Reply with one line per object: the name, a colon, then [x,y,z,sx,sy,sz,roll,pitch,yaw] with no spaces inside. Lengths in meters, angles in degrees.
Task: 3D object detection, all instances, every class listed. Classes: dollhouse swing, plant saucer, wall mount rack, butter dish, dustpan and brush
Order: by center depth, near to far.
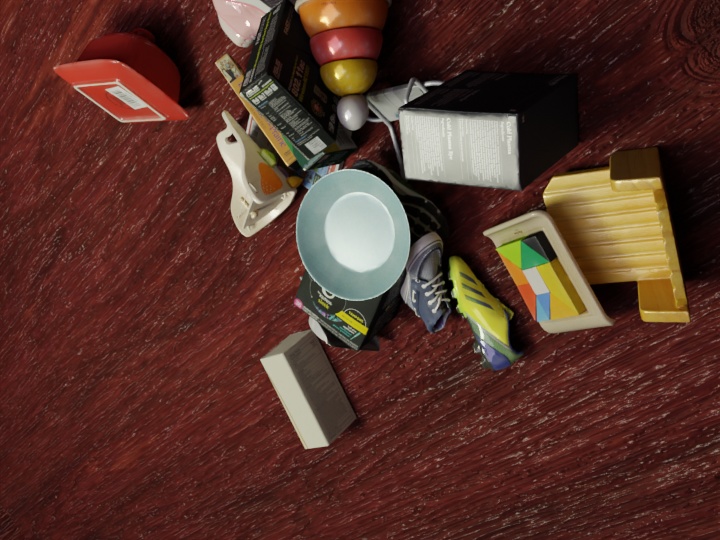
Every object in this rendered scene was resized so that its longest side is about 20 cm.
dollhouse swing: [0.342,-0.040,1.317,0.172,0.182,0.203,-11,110,19]
wall mount rack: [0.076,-0.219,1.485,0.197,0.076,0.173,-4,149,40]
plant saucer: [-0.006,-0.057,1.499,0.197,0.039,0.206,6,103,26]
butter dish: [-0.413,-0.367,1.738,0.196,0.151,0.199,5,160,36]
dustpan and brush: [-0.058,0.073,1.738,0.199,0.138,0.058,33,105,43]

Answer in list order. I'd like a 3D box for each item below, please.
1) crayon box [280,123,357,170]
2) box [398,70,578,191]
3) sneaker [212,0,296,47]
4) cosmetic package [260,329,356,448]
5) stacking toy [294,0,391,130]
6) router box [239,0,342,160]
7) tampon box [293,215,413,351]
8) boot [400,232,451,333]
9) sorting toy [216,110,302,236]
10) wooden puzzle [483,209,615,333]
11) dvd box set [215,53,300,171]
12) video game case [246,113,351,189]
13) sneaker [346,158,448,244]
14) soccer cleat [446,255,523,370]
crayon box: [-0.099,-0.260,1.540,0.051,0.127,0.202,-35,84,27]
box: [0.180,-0.197,1.321,0.179,0.199,0.106,9,119,34]
sneaker: [-0.151,-0.408,1.554,0.197,0.076,0.106,21,142,18]
cosmetic package: [-0.099,0.229,1.853,0.072,0.103,0.203,-17,103,43]
stacking toy: [-0.021,-0.308,1.415,0.144,0.145,0.205,-3,90,39]
router box: [-0.094,-0.288,1.436,0.062,0.202,0.149,-28,127,32]
tampon box: [0.000,0.000,1.626,0.149,0.126,0.202,35,131,16]
boot: [0.118,0.022,1.548,0.091,0.072,0.201,53,164,22]
sorting toy: [-0.196,-0.183,1.674,0.182,0.106,0.200,56,161,5]
wooden puzzle: [0.272,0.011,1.431,0.202,0.037,0.185,56,161,-4]
dvd box set: [-0.160,-0.256,1.582,0.029,0.146,0.201,-35,92,2]
video game case: [-0.112,-0.227,1.660,0.198,0.017,0.145,35,131,18]
sneaker: [0.066,-0.119,1.550,0.199,0.089,0.077,40,114,-14]
soccer cleat: [0.202,0.063,1.563,0.082,0.065,0.203,-24,94,10]
